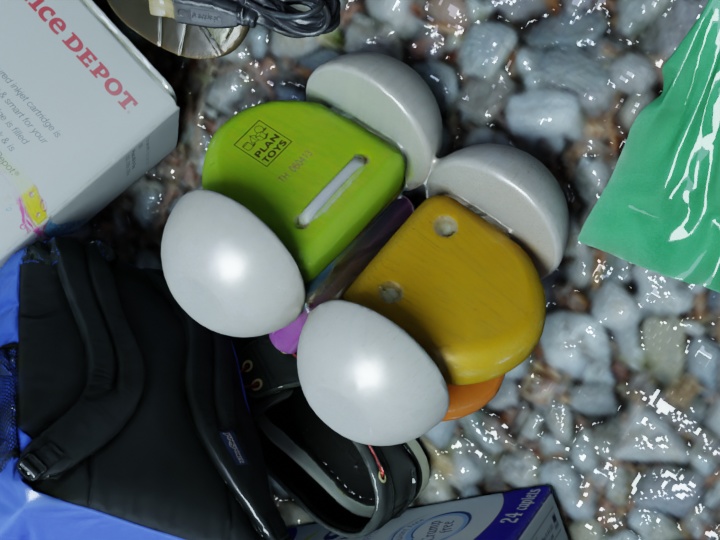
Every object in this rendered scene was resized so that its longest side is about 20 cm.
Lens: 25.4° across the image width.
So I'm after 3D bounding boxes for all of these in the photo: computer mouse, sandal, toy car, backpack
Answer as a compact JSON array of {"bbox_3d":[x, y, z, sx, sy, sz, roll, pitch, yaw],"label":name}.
[{"bbox_3d":[-0.058,-0.222,0.808,0.109,0.044,0.202,8,102,16],"label":"computer mouse"},{"bbox_3d":[-0.127,-0.185,0.893,0.199,0.054,0.082,31,110,29],"label":"sandal"},{"bbox_3d":[0.000,0.000,0.843,0.200,0.175,0.150,37,152,10],"label":"toy car"},{"bbox_3d":[-0.152,0.091,0.837,0.162,0.201,0.168,28,123,-35],"label":"backpack"}]

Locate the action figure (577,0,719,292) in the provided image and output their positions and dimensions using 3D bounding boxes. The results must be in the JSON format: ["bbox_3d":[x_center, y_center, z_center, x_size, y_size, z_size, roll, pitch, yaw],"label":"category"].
[{"bbox_3d":[0.190,-0.090,0.774,0.117,0.055,0.201,20,105,19],"label":"action figure"}]

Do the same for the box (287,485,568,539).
[{"bbox_3d":[0.005,0.212,0.868,0.199,0.184,0.106,-14,100,26],"label":"box"}]

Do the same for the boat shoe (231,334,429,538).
[{"bbox_3d":[-0.049,0.069,0.920,0.201,0.063,0.074,44,119,11],"label":"boat shoe"}]

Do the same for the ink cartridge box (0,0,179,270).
[{"bbox_3d":[-0.219,-0.071,0.884,0.200,0.088,0.145,-43,86,-13],"label":"ink cartridge box"}]
